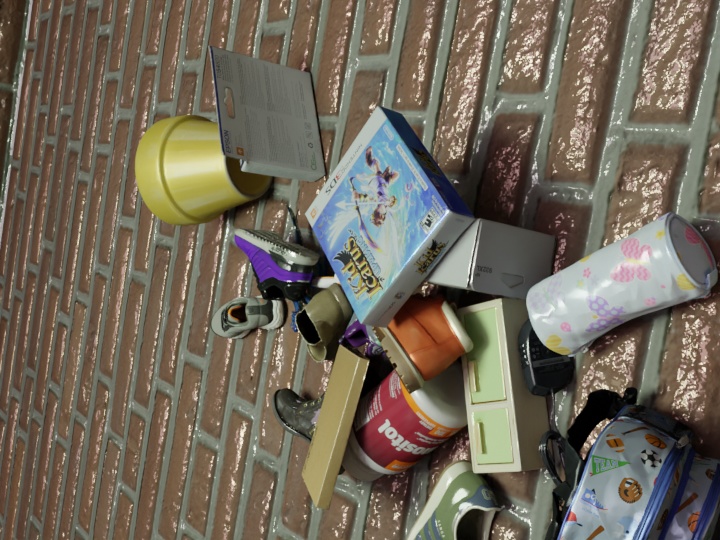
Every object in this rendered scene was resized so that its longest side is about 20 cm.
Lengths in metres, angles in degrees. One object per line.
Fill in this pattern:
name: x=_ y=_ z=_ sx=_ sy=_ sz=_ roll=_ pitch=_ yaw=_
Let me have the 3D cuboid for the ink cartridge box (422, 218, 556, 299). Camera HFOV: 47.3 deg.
ink cartridge box: x=0.116 y=-0.022 z=1.016 sx=0.200 sy=0.145 sz=0.084 roll=11 pitch=91 yaw=50

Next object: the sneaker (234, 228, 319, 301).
sneaker: x=-0.146 y=-0.005 z=1.298 sx=0.200 sy=0.069 sz=0.100 roll=26 pitch=108 yaw=49

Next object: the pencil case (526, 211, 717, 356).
pencil case: x=0.272 y=0.019 z=0.874 sx=0.200 sy=0.083 sz=0.091 roll=-36 pitch=63 yaw=42

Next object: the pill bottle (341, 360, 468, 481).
pill bottle: x=0.055 y=0.199 z=1.091 sx=0.200 sy=0.113 sz=0.113 roll=-47 pitch=52 yaw=37

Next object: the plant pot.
plant pot: x=-0.267 y=-0.185 z=1.479 sx=0.189 sy=0.201 sz=0.201 roll=-1 pitch=85 yaw=34

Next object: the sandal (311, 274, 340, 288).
sandal: x=-0.007 y=-0.001 z=1.216 sx=0.206 sy=0.079 sz=0.059 roll=0 pitch=87 yaw=53

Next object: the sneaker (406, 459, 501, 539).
sneaker: x=0.114 y=0.347 z=1.035 sx=0.090 sy=0.067 sz=0.201 roll=39 pitch=112 yaw=51

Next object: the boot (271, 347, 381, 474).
boot: x=-0.042 y=0.192 z=1.254 sx=0.200 sy=0.069 sz=0.174 roll=41 pitch=114 yaw=37

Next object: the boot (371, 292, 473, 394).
boot: x=0.063 y=0.057 z=1.032 sx=0.107 sy=0.075 sz=0.200 roll=-31 pitch=45 yaw=-2

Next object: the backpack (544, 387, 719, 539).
backpack: x=0.256 y=0.231 z=0.785 sx=0.154 sy=0.190 sz=0.201 roll=17 pitch=99 yaw=34

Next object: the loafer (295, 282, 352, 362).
loafer: x=-0.064 y=0.083 z=1.233 sx=0.076 sy=0.067 sz=0.200 roll=61 pitch=158 yaw=24

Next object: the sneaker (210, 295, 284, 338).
sneaker: x=-0.218 y=0.078 z=1.461 sx=0.200 sy=0.079 sz=0.074 roll=-18 pitch=74 yaw=49

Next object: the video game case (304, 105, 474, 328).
video game case: x=0.025 y=-0.065 z=0.986 sx=0.181 sy=0.045 sz=0.200 roll=-54 pitch=45 yaw=29

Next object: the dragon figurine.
dragon figurine: x=-0.092 y=-0.002 z=1.333 sx=0.099 sy=0.059 sz=0.201 roll=12 pitch=96 yaw=50

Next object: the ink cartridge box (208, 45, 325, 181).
ink cartridge box: x=-0.158 y=-0.250 z=1.333 sx=0.041 sy=0.200 sz=0.200 roll=-27 pitch=65 yaw=45

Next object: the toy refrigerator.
toy refrigerator: x=0.171 y=0.139 z=0.991 sx=0.076 sy=0.070 sz=0.201 roll=-17 pitch=73 yaw=48

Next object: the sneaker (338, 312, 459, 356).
sneaker: x=0.060 y=0.088 z=1.100 sx=0.200 sy=0.074 sz=0.088 roll=8 pitch=59 yaw=47

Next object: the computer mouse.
computer mouse: x=0.219 y=0.153 z=0.952 sx=0.034 sy=0.058 sz=0.201 roll=150 pitch=114 yaw=-69

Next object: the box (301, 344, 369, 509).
box: x=-0.036 y=0.207 z=1.123 sx=0.163 sy=0.021 sz=0.200 roll=-175 pitch=102 yaw=-80
